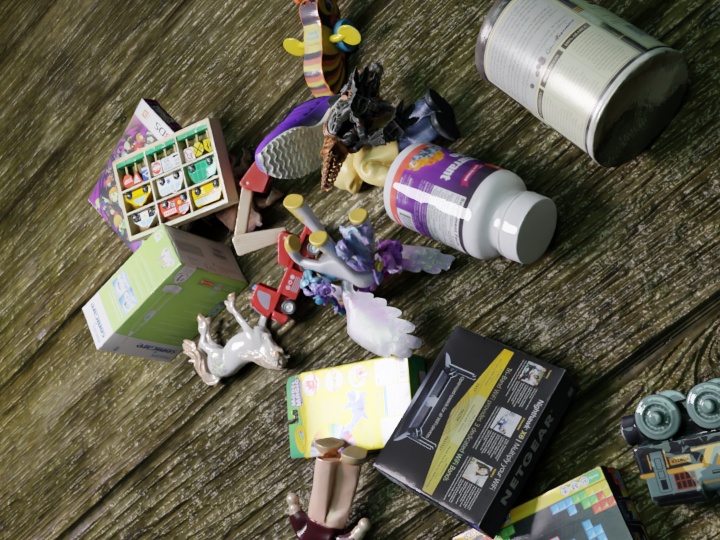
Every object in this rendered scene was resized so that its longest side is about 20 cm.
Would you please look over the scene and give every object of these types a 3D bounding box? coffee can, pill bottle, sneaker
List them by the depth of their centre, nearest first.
[{"bbox_3d":[0.250,-0.233,1.054,0.147,0.146,0.200,-52,54,13],"label":"coffee can"},{"bbox_3d":[0.134,-0.080,1.120,0.200,0.111,0.112,26,93,37],"label":"pill bottle"},{"bbox_3d":[-0.087,-0.191,1.292,0.099,0.200,0.070,15,130,42],"label":"sneaker"}]

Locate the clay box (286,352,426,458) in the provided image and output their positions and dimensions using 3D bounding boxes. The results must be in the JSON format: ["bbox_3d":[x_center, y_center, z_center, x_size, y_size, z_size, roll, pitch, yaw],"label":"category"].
[{"bbox_3d":[-0.006,0.181,1.192,0.199,0.048,0.116,-14,71,33],"label":"clay box"}]

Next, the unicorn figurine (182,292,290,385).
[{"bbox_3d":[-0.171,0.104,1.328,0.200,0.074,0.138,-40,66,38],"label":"unicorn figurine"}]

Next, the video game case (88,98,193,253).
[{"bbox_3d":[-0.318,-0.129,1.401,0.181,0.036,0.200,46,115,22],"label":"video game case"}]

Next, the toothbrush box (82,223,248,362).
[{"bbox_3d":[-0.295,0.039,1.380,0.200,0.145,0.086,-44,57,19],"label":"toothbrush box"}]

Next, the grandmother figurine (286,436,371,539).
[{"bbox_3d":[-0.046,0.315,1.155,0.121,0.060,0.201,16,101,38],"label":"grandmother figurine"}]

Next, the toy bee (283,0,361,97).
[{"bbox_3d":[-0.064,-0.356,1.344,0.131,0.109,0.201,-26,64,30],"label":"toy bee"}]

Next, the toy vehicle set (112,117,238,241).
[{"bbox_3d":[-0.273,-0.130,1.336,0.199,0.026,0.125,-18,84,30],"label":"toy vehicle set"}]

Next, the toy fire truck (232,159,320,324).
[{"bbox_3d":[-0.127,-0.040,1.291,0.140,0.049,0.201,24,93,-2],"label":"toy fire truck"}]

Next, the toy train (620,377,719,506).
[{"bbox_3d":[0.364,0.165,0.910,0.199,0.085,0.115,-20,79,29],"label":"toy train"}]

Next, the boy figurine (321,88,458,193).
[{"bbox_3d":[0.035,-0.161,1.244,0.200,0.064,0.125,-31,54,27],"label":"boy figurine"}]

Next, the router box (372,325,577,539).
[{"bbox_3d":[0.131,0.180,1.051,0.157,0.052,0.200,22,73,40],"label":"router box"}]

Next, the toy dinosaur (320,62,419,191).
[{"bbox_3d":[-0.003,-0.191,1.203,0.136,0.102,0.201,-18,65,55],"label":"toy dinosaur"}]

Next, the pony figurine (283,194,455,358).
[{"bbox_3d":[0.000,0.000,1.161,0.192,0.200,0.167,14,61,32],"label":"pony figurine"}]

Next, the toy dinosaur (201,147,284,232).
[{"bbox_3d":[-0.204,-0.105,1.396,0.136,0.086,0.200,-51,61,17],"label":"toy dinosaur"}]

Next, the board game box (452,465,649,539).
[{"bbox_3d":[0.217,0.328,0.984,0.200,0.057,0.166,-35,58,24],"label":"board game box"}]
